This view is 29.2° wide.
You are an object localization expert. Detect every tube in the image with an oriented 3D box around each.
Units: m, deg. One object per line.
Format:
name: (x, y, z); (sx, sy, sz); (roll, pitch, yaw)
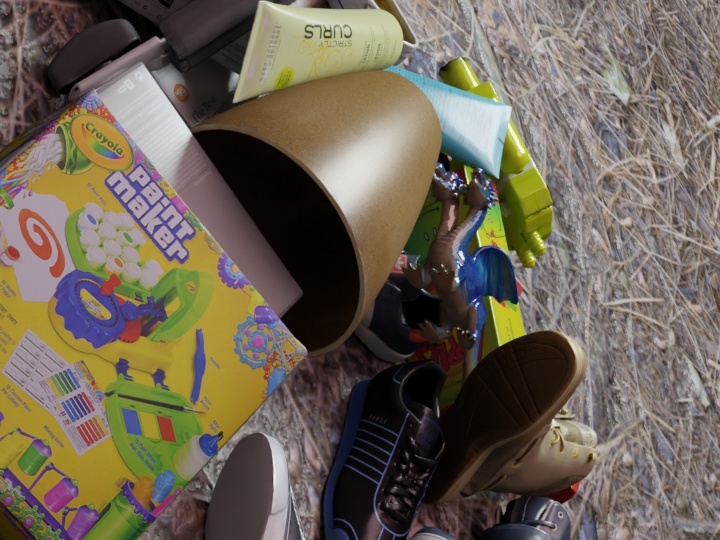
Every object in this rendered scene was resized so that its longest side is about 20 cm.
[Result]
tube: (0.037, -0.146, 1.195); (0.198, 0.050, 0.078); (20, 65, -11)
tube: (-0.033, -0.173, 1.075); (0.199, 0.052, 0.059); (-19, 91, -58)

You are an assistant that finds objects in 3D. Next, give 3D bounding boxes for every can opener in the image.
can opener: (-0.134, -0.179, 1.010); (0.067, 0.199, 0.053); (59, -9, 7)

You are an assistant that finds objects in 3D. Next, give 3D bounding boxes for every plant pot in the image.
plant pot: (-0.026, -0.068, 1.043); (0.187, 0.186, 0.200); (55, 45, -11)

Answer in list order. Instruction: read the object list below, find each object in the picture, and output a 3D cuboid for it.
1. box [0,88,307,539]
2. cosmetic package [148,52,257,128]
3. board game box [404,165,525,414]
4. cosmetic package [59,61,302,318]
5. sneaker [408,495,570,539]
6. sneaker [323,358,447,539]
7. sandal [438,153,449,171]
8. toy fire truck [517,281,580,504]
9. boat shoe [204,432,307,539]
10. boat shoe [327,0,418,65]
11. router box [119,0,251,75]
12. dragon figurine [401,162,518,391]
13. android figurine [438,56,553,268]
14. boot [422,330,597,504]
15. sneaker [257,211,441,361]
box: (-0.174, 0.041, 0.800); (0.193, 0.122, 0.201); (-46, 108, -24)
cosmetic package: (-0.120, -0.166, 1.130); (0.083, 0.050, 0.201); (50, 37, -17)
board game box: (0.085, 0.021, 1.229); (0.047, 0.101, 0.202); (18, 54, -45)
cosmetic package: (-0.144, -0.028, 0.956); (0.201, 0.106, 0.090); (56, 46, -8)
sneaker: (0.106, 0.228, 1.124); (0.203, 0.076, 0.147); (54, 44, -37)
sneaker: (0.025, 0.155, 1.085); (0.070, 0.077, 0.202); (38, 42, -32)
sandal: (-0.004, -0.093, 1.220); (0.198, 0.076, 0.043); (8, 63, -38)
toy fire truck: (0.149, 0.106, 1.303); (0.201, 0.048, 0.141); (53, 35, -15)
boat shoe: (-0.060, 0.214, 0.944); (0.067, 0.071, 0.202); (22, 54, -41)
boat shoe: (0.001, -0.295, 1.337); (0.074, 0.086, 0.204); (-21, 85, -55)
router box: (-0.143, -0.269, 1.112); (0.199, 0.049, 0.181); (30, 41, -15)
dragon figurine: (0.090, 0.012, 1.134); (0.099, 0.058, 0.202); (-41, 121, -40)
android figurine: (0.125, -0.098, 1.317); (0.041, 0.182, 0.202); (-23, 81, -11)
boot: (0.150, 0.126, 1.149); (0.154, 0.200, 0.073); (8, 42, -40)
sneaker: (0.000, 0.000, 1.147); (0.199, 0.084, 0.076); (34, 44, -35)
